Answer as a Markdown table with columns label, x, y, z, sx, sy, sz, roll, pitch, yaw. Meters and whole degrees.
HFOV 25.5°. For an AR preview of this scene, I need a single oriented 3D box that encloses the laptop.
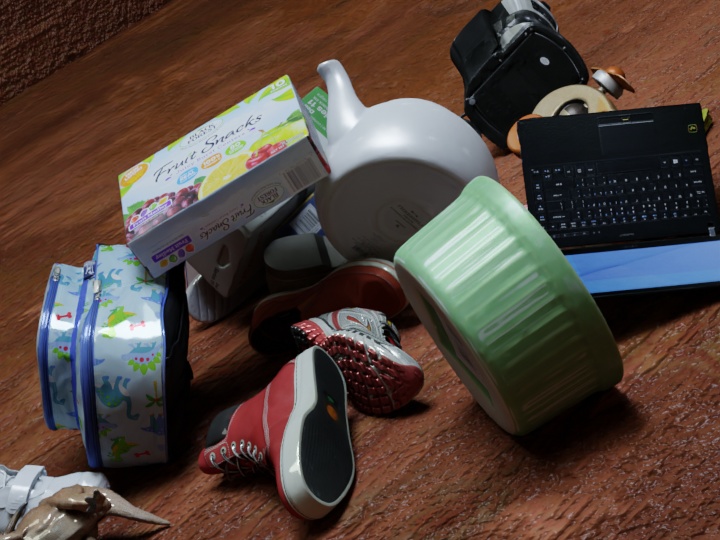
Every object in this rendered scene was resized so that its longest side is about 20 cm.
| label | x | y | z | sx | sy | sz | roll | pitch | yaw |
| --- | --- | --- | --- | --- | --- | --- | --- | --- | --- |
| laptop | 0.241 | -0.064 | 1.416 | 0.175 | 0.202 | 0.103 | -5 | -15 | -2 |

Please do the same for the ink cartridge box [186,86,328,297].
| label | x | y | z | sx | sy | sz | roll | pitch | yaw |
| --- | --- | --- | --- | --- | --- | --- | --- | --- | --- |
| ink cartridge box | -0.097 | -0.084 | 1.732 | 0.200 | 0.083 | 0.147 | -43 | -11 | -32 |

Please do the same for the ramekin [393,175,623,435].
| label | x | y | z | sx | sy | sz | roll | pitch | yaw |
| --- | --- | --- | --- | --- | --- | --- | --- | --- | --- |
| ramekin | 0.112 | 0.034 | 1.276 | 0.097 | 0.201 | 0.200 | -34 | 22 | -6 |

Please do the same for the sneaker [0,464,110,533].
| label | x | y | z | sx | sy | sz | roll | pitch | yaw |
| --- | --- | --- | --- | --- | --- | --- | --- | --- | --- |
| sneaker | -0.339 | 0.202 | 1.483 | 0.198 | 0.116 | 0.075 | -19 | 21 | 15 |

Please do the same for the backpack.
| label | x | y | z | sx | sy | sz | roll | pitch | yaw |
| --- | --- | --- | --- | --- | --- | --- | --- | --- | --- |
| backpack | -0.235 | 0.089 | 1.533 | 0.145 | 0.185 | 0.201 | -3 | 30 | -5 |

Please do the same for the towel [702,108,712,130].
| label | x | y | z | sx | sy | sz | roll | pitch | yaw |
| --- | --- | --- | --- | --- | --- | --- | --- | --- | --- |
| towel | 0.279 | -0.132 | 1.730 | 0.198 | 0.018 | 0.086 | -10 | 24 | 35 |

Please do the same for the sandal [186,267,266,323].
| label | x | y | z | sx | sy | sz | roll | pitch | yaw |
| --- | --- | --- | --- | --- | --- | --- | --- | --- | --- |
| sandal | -0.131 | -0.019 | 1.832 | 0.206 | 0.080 | 0.059 | -37 | 27 | -24 |

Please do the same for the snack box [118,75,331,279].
| label | x | y | z | sx | sy | sz | roll | pitch | yaw |
| --- | --- | --- | --- | --- | --- | --- | --- | --- | --- |
| snack box | -0.133 | -0.092 | 1.526 | 0.199 | 0.053 | 0.143 | -30 | 30 | 5 |

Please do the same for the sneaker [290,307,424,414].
| label | x | y | z | sx | sy | sz | roll | pitch | yaw |
| --- | --- | --- | --- | --- | --- | --- | --- | --- | --- |
| sneaker | 0.007 | 0.070 | 1.468 | 0.082 | 0.079 | 0.200 | -26 | 22 | -19 |

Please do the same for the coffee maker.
| label | x | y | z | sx | sy | sz | roll | pitch | yaw |
| --- | --- | --- | --- | --- | --- | --- | --- | --- | --- |
| coffee maker | 0.169 | -0.239 | 1.946 | 0.191 | 0.136 | 0.200 | -23 | 20 | 6 |

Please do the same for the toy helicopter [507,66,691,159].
| label | x | y | z | sx | sy | sz | roll | pitch | yaw |
| --- | --- | --- | --- | --- | --- | --- | --- | --- | --- |
| toy helicopter | 0.249 | -0.148 | 1.571 | 0.199 | 0.079 | 0.133 | 8 | 65 | 46 |

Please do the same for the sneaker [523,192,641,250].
| label | x | y | z | sx | sy | sz | roll | pitch | yaw |
| --- | --- | --- | --- | --- | --- | --- | --- | --- | --- |
| sneaker | 0.189 | -0.029 | 1.500 | 0.199 | 0.076 | 0.104 | -29 | 16 | -23 |

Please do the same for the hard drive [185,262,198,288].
| label | x | y | z | sx | sy | sz | roll | pitch | yaw |
| --- | --- | --- | --- | --- | --- | --- | --- | --- | --- |
| hard drive | -0.129 | -0.065 | 1.879 | 0.025 | 0.133 | 0.200 | 33 | 54 | 28 |

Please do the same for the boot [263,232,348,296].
| label | x | y | z | sx | sy | sz | roll | pitch | yaw |
| --- | --- | --- | --- | --- | --- | --- | --- | --- | --- |
| boot | 0.000 | 0.000 | 1.661 | 0.198 | 0.076 | 0.074 | -5 | 42 | -3 |

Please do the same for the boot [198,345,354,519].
| label | x | y | z | sx | sy | sz | roll | pitch | yaw |
| --- | --- | --- | --- | --- | --- | --- | --- | --- | --- |
| boot | -0.081 | 0.166 | 1.369 | 0.144 | 0.073 | 0.201 | -34 | 25 | 17 |

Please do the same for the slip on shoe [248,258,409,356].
| label | x | y | z | sx | sy | sz | roll | pitch | yaw |
| --- | --- | --- | --- | --- | --- | --- | --- | --- | --- |
| slip on shoe | -0.032 | 0.042 | 1.590 | 0.199 | 0.074 | 0.061 | -18 | 27 | 33 |

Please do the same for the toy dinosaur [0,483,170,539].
| label | x | y | z | sx | sy | sz | roll | pitch | yaw |
| --- | --- | --- | --- | --- | --- | --- | --- | --- | --- |
| toy dinosaur | -0.275 | 0.229 | 1.403 | 0.198 | 0.087 | 0.135 | -24 | 13 | -12 |

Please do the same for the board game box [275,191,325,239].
| label | x | y | z | sx | sy | sz | roll | pitch | yaw |
| --- | --- | --- | --- | --- | --- | --- | --- | --- | --- |
| board game box | 0.007 | -0.077 | 1.767 | 0.200 | 0.062 | 0.200 | -45 | -9 | -2 |

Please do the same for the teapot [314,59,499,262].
| label | x | y | z | sx | sy | sz | roll | pitch | yaw |
| --- | --- | --- | --- | --- | --- | --- | --- | --- | --- |
| teapot | 0.053 | -0.096 | 1.582 | 0.195 | 0.201 | 0.147 | 3 | 44 | 7 |
